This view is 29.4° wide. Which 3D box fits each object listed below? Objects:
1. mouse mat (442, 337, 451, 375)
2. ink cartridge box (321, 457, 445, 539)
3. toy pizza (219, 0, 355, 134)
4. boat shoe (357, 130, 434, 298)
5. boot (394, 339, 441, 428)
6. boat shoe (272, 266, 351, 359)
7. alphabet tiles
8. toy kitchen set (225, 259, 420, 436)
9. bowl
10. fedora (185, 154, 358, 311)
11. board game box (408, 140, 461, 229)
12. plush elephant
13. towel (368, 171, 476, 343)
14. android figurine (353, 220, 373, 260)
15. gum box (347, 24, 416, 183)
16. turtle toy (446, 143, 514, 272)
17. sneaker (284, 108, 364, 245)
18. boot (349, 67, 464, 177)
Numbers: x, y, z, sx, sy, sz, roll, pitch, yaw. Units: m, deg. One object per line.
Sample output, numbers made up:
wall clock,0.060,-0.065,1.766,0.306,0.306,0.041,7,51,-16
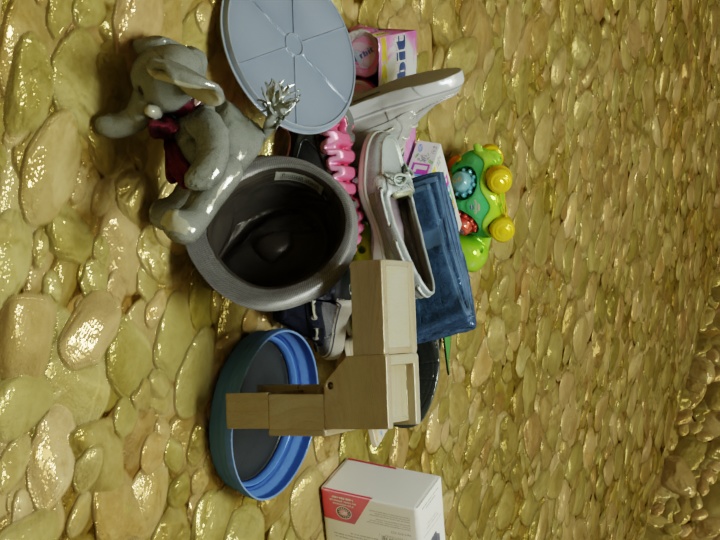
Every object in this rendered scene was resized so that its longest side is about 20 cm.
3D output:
mouse mat,0.112,0.016,1.806,0.162,0.007,0.201,80,13,-46
ink cartridge box,0.035,0.369,1.848,0.084,0.144,0.201,-42,133,-52
toy pizza,-0.083,-0.245,1.520,0.199,0.032,0.202,17,65,-42
boat shoe,0.045,-0.065,1.603,0.074,0.064,0.204,-2,85,-57
boot,0.074,0.110,1.785,0.154,0.073,0.205,61,32,-75
boat shoe,-0.064,0.051,1.663,0.200,0.092,0.075,103,-16,-61
alphabet tiles,0.009,0.124,1.785,0.200,0.014,0.197,-36,115,-80
toy kitchen set,-0.024,0.086,1.521,0.163,0.199,0.182,2,85,-63
bowl,-0.114,0.167,1.615,0.200,0.039,0.202,-26,119,-59
fedora,-0.101,-0.030,1.499,0.200,0.177,0.090,-39,170,-25
board game box,0.089,-0.061,1.839,0.200,0.034,0.135,67,37,-58
plush elephant,-0.174,-0.143,1.307,0.200,0.155,0.165,-49,-164,3
towel,0.073,-0.014,1.681,0.049,0.111,0.201,32,43,-65
android figurine,0.000,0.000,1.702,0.182,0.041,0.201,83,-4,-64
gum box,0.020,-0.214,1.750,0.113,0.066,0.202,-27,121,-61
turtle toy,0.172,-0.093,2.044,0.146,0.100,0.202,-95,180,-69
sneaker,-0.052,-0.099,1.597,0.079,0.095,0.202,11,73,-68
boot,0.040,-0.174,1.664,0.074,0.199,0.096,-89,160,-70
